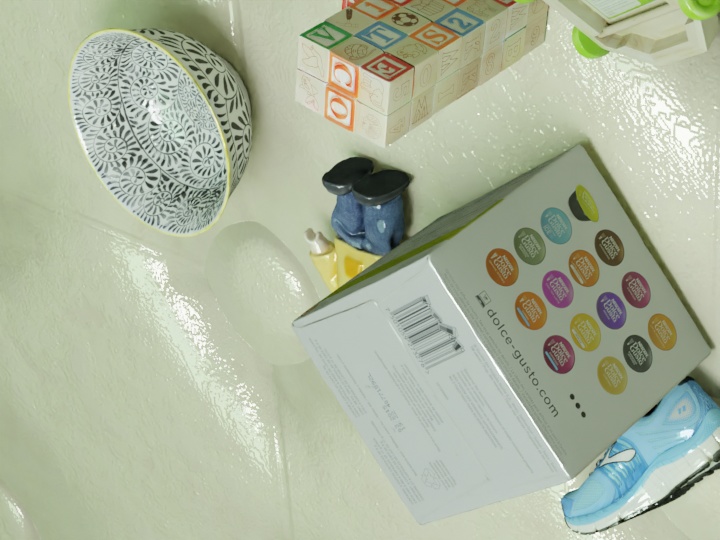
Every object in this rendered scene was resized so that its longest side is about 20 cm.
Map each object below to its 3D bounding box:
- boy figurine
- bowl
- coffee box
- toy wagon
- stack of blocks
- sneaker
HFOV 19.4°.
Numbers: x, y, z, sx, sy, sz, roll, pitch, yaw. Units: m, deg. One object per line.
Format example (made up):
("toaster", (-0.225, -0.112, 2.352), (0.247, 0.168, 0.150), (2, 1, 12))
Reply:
("boy figurine", (0.000, 0.000, 1.851), (0.124, 0.064, 0.201), (24, 128, 30))
("bowl", (-0.160, -0.140, 1.893), (0.200, 0.094, 0.201), (26, 133, 32))
("coffee box", (0.111, 0.053, 1.666), (0.200, 0.198, 0.200), (-28, 96, 53))
("toy wagon", (0.160, -0.215, 1.484), (0.200, 0.040, 0.155), (36, 161, -17))
("stack of blocks", (0.038, -0.178, 1.580), (0.115, 0.200, 0.059), (29, 134, 28))
("sneaker", (0.230, 0.148, 1.725), (0.200, 0.078, 0.090), (-43, 69, 44))
